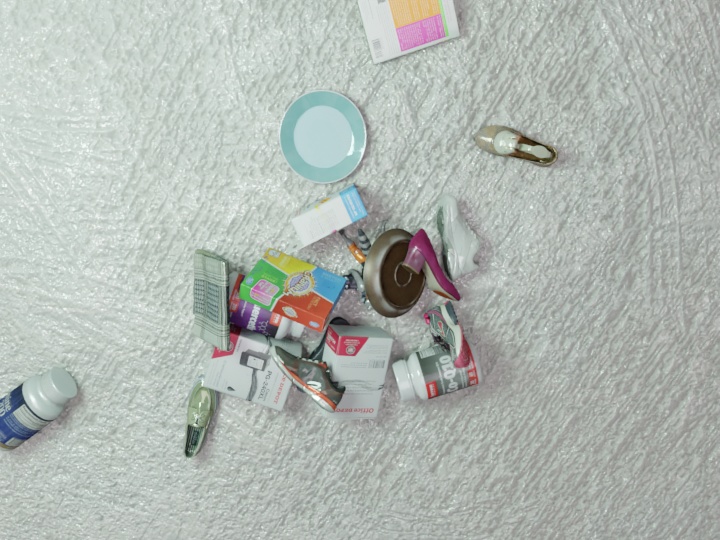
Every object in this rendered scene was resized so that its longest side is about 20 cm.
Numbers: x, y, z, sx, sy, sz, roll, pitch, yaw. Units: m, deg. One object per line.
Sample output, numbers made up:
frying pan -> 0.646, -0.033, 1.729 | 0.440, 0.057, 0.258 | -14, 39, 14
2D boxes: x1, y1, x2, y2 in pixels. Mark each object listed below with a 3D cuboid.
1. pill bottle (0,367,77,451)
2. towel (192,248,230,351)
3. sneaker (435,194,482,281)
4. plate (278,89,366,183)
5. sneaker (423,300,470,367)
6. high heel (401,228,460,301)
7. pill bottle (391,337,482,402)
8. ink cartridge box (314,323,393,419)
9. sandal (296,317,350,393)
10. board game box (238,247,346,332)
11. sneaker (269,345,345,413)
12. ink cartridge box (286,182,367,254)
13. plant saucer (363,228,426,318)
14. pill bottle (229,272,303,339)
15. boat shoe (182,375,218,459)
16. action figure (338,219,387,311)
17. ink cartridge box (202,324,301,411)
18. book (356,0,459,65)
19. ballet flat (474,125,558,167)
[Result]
pill bottle -> -0.756, 0.313, 1.452 | 0.198, 0.111, 0.112 | -36, 103, 4
towel -> -0.333, 0.060, 1.387 | 0.034, 0.199, 0.197 | -4, 101, -32
sneaker -> 0.232, -0.083, 1.466 | 0.097, 0.078, 0.204 | -14, 113, -8
plate -> -0.084, -0.297, 1.410 | 0.195, 0.026, 0.205 | -1, 102, -5
sneaker -> 0.201, 0.155, 1.452 | 0.073, 0.201, 0.082 | -20, 121, 4
high heel -> 0.180, -0.007, 1.447 | 0.199, 0.067, 0.098 | 37, 75, -38
pill bottle -> 0.181, 0.241, 1.508 | 0.196, 0.114, 0.116 | -17, 104, -1
ink cartridge box -> -0.018, 0.238, 1.487 | 0.142, 0.083, 0.205 | 6, 103, -27
sandal -> -0.087, 0.206, 1.520 | 0.075, 0.043, 0.202 | 33, 89, -24
board game box -> -0.145, 0.039, 1.393 | 0.196, 0.154, 0.041 | 22, 128, 5
sneaker -> -0.115, 0.224, 1.406 | 0.199, 0.077, 0.082 | 42, 76, -1
ink cartridge box -> -0.088, -0.117, 1.404 | 0.197, 0.115, 0.069 | -27, 104, 2
plant saucer -> 0.088, 0.008, 1.431 | 0.197, 0.032, 0.205 | -7, 100, -42
pill bottle -> -0.221, 0.086, 1.441 | 0.196, 0.113, 0.115 | 19, 101, -8
boat shoe -> -0.384, 0.355, 1.516 | 0.070, 0.062, 0.205 | 10, 101, -7
action figure -> 0.000, 0.000, 1.446 | 0.195, 0.105, 0.198 | -14, 99, 0
ink cartridge box -> -0.248, 0.220, 1.477 | 0.196, 0.083, 0.148 | 19, 101, -8
book -> 0.104, -0.540, 1.360 | 0.196, 0.048, 0.136 | -17, 106, 1
ballet flat -> 0.357, -0.282, 1.426 | 0.195, 0.067, 0.070 | 12, 102, -7
